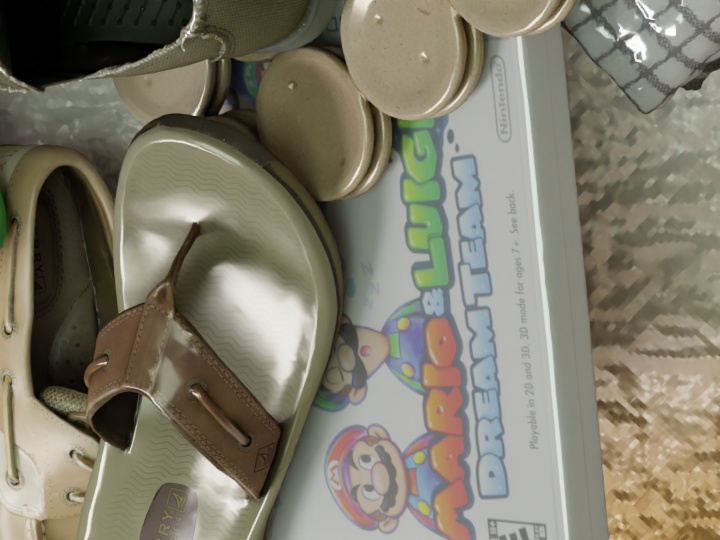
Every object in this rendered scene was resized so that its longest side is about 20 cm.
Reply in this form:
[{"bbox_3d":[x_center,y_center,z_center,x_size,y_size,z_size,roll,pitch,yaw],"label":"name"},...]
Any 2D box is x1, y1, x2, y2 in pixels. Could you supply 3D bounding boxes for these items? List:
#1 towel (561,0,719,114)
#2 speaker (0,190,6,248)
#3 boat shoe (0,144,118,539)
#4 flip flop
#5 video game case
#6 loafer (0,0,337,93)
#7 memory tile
[{"bbox_3d":[0.086,-0.175,0.886,0.200,0.086,0.166,50,122,4],"label":"towel"},{"bbox_3d":[-0.217,0.016,0.995,0.200,0.088,0.089,-34,94,26],"label":"speaker"},{"bbox_3d":[-0.100,0.055,1.011,0.064,0.071,0.201,0,107,56],"label":"boat shoe"},{"bbox_3d":[-0.060,0.046,0.936,0.081,0.058,0.200,21,117,13],"label":"flip flop"},{"bbox_3d":[0.000,0.000,0.941,0.182,0.024,0.201,1,100,46],"label":"video game case"},{"bbox_3d":[-0.105,-0.094,0.905,0.200,0.070,0.075,-2,101,32],"label":"loafer"},{"bbox_3d":[-0.019,-0.103,0.903,0.200,0.017,0.154,-38,76,43],"label":"memory tile"}]
